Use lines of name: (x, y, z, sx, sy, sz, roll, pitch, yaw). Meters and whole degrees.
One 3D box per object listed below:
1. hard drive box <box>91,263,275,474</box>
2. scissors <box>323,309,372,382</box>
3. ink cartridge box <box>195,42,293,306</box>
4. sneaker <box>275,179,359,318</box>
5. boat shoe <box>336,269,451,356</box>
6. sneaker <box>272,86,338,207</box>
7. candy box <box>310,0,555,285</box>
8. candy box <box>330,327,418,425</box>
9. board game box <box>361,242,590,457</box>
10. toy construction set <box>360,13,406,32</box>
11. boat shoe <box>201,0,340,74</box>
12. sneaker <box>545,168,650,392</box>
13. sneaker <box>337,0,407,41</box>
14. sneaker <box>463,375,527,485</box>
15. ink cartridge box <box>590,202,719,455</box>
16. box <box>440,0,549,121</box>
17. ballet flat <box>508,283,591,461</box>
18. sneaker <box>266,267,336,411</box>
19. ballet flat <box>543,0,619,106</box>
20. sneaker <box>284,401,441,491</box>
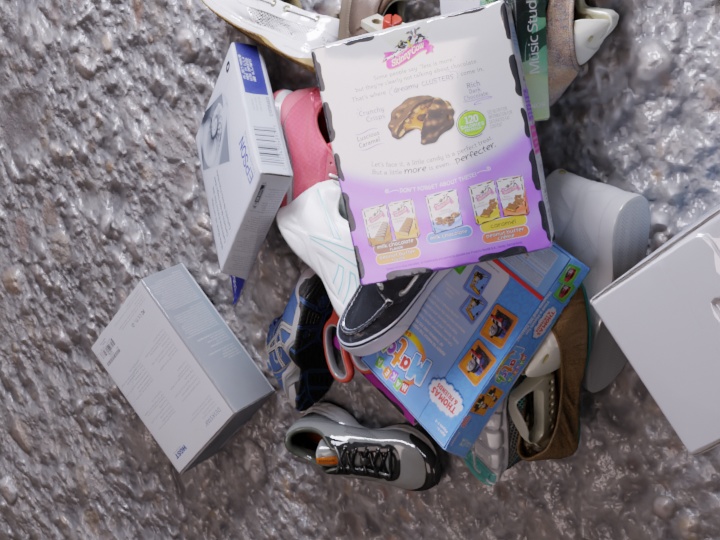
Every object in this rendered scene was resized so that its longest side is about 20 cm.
hard drive box: (-0.222, 0.122, 1.439, 0.201, 0.076, 0.156, 53, 129, 11)
scissors: (-0.023, 0.019, 1.220, 0.072, 0.014, 0.204, -6, 99, 42)
ink cartridge box: (-0.135, -0.101, 1.237, 0.201, 0.040, 0.202, 117, 148, -42)
sneaker: (0.000, 0.000, 1.158, 0.080, 0.070, 0.201, -37, 87, 14)
boat shoe: (0.037, -0.004, 1.067, 0.200, 0.067, 0.072, -45, 48, 20)
sneaker: (-0.041, -0.096, 1.228, 0.086, 0.073, 0.204, -10, 99, 37)
candy box: (0.063, -0.105, 0.974, 0.165, 0.072, 0.204, -10, 97, 14)
candy box: (0.066, 0.039, 1.200, 0.136, 0.061, 0.202, 43, 127, 20)
board game box: (0.099, 0.042, 1.061, 0.202, 0.036, 0.151, -56, 42, 8)
toy construction set: (0.059, -0.144, 1.081, 0.132, 0.091, 0.202, 56, 165, 43)
boat shoe: (-0.088, -0.267, 1.215, 0.199, 0.070, 0.070, 33, 97, 33)
sneaker: (0.204, 0.005, 1.090, 0.115, 0.073, 0.203, 30, 128, 43)
sneaker: (0.018, -0.187, 1.153, 0.075, 0.070, 0.204, 13, 114, 32)
sneaker: (0.149, 0.110, 1.145, 0.077, 0.090, 0.203, 39, 135, 44)
ink cartridge box: (0.310, 0.020, 0.919, 0.146, 0.199, 0.148, -39, 81, 39)
box: (0.115, -0.241, 1.040, 0.144, 0.036, 0.204, -151, 52, -64)
ballet flat: (0.167, 0.097, 1.065, 0.068, 0.071, 0.203, 42, 143, 46)
sneaker: (-0.072, 0.070, 1.292, 0.077, 0.075, 0.202, 40, 139, 27)
ballet flat: (0.191, -0.240, 1.008, 0.066, 0.068, 0.204, 9, 113, 24)
sneaker: (0.001, 0.207, 1.298, 0.197, 0.079, 0.075, 11, 110, 33)
